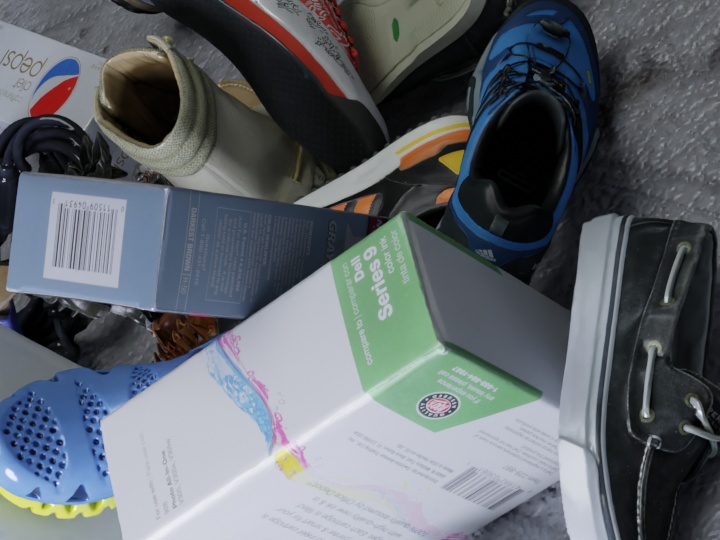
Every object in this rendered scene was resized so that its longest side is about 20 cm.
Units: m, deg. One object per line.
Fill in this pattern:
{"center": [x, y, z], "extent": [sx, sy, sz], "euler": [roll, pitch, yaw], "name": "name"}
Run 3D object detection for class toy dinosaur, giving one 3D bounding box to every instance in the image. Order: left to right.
{"center": [-0.117, -0.006, 1.379], "extent": [0.102, 0.135, 0.200], "euler": [-59, 26, 8], "name": "toy dinosaur"}

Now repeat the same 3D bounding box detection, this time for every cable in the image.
{"center": [-0.221, -0.016, 1.541], "extent": [0.200, 0.051, 0.164], "euler": [-5, 84, 60], "name": "cable"}

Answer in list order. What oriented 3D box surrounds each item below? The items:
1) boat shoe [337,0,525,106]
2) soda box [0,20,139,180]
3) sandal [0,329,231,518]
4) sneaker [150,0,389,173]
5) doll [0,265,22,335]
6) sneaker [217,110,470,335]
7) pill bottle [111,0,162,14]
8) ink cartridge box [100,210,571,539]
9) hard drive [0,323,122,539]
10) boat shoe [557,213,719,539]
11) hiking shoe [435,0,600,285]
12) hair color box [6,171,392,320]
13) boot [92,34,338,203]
{"center": [0.035, -0.130, 1.384], "extent": [0.200, 0.067, 0.072], "euler": [-22, 67, 55], "name": "boat shoe"}
{"center": [-0.198, -0.110, 1.628], "extent": [0.068, 0.064, 0.200], "euler": [-58, 34, -6], "name": "soda box"}
{"center": [-0.099, 0.068, 1.241], "extent": [0.080, 0.199, 0.087], "euler": [64, 150, 21], "name": "sandal"}
{"center": [-0.029, -0.148, 1.364], "extent": [0.108, 0.067, 0.201], "euler": [-36, 68, -29], "name": "sneaker"}
{"center": [-0.213, 0.067, 1.404], "extent": [0.048, 0.200, 0.136], "euler": [-37, 52, -27], "name": "doll"}
{"center": [0.000, 0.000, 1.297], "extent": [0.200, 0.070, 0.090], "euler": [-36, 36, 21], "name": "sneaker"}
{"center": [-0.086, -0.241, 1.568], "extent": [0.200, 0.112, 0.112], "euler": [-13, 52, 43], "name": "pill bottle"}
{"center": [-0.003, 0.078, 1.160], "extent": [0.200, 0.145, 0.088], "euler": [-36, 50, 24], "name": "ink cartridge box"}
{"center": [-0.157, 0.109, 1.271], "extent": [0.027, 0.200, 0.132], "euler": [-33, 39, 38], "name": "hard drive"}
{"center": [0.132, 0.060, 1.092], "extent": [0.071, 0.072, 0.201], "euler": [-7, 64, 21], "name": "boat shoe"}
{"center": [0.091, -0.071, 1.220], "extent": [0.087, 0.074, 0.200], "euler": [118, 170, -54], "name": "hiking shoe"}
{"center": [-0.067, -0.007, 1.193], "extent": [0.099, 0.200, 0.061], "euler": [7, 91, 38], "name": "hair color box"}
{"center": [-0.090, -0.085, 1.399], "extent": [0.072, 0.155, 0.200], "euler": [-48, 35, 10], "name": "boot"}
